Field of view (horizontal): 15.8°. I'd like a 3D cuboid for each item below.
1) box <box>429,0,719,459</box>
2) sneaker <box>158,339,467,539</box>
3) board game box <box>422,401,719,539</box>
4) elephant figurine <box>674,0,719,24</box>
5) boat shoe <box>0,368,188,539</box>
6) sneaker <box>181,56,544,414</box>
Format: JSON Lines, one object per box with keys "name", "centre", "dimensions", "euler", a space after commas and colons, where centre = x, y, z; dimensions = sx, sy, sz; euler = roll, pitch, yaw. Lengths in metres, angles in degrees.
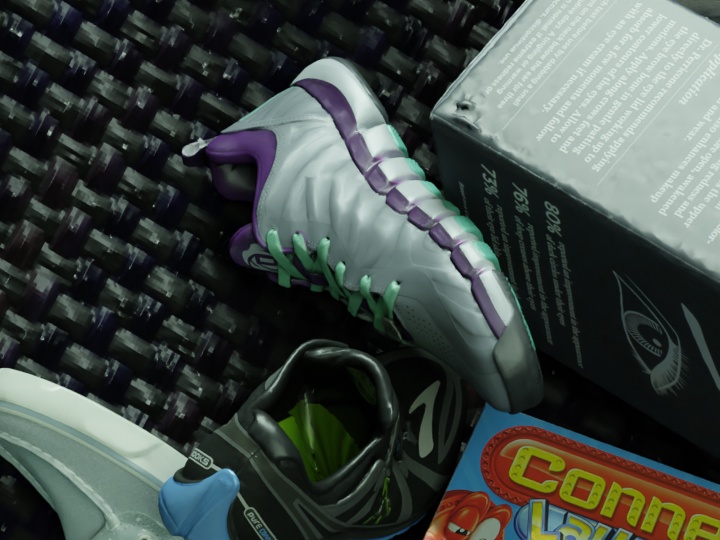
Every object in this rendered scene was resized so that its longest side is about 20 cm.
{"name": "box", "centre": [0.140, -0.013, 1.060], "dimensions": [0.200, 0.148, 0.104], "euler": [32, 67, 25]}
{"name": "sneaker", "centre": [-0.003, 0.068, 1.044], "dimensions": [0.071, 0.083, 0.199], "euler": [47, 27, 13]}
{"name": "board game box", "centre": [0.104, 0.174, 1.045], "dimensions": [0.199, 0.056, 0.196], "euler": [19, 56, 12]}
{"name": "elephant figurine", "centre": [0.145, -0.141, 1.144], "dimensions": [0.155, 0.141, 0.201], "euler": [31, 88, 22]}
{"name": "boat shoe", "centre": [-0.082, 0.120, 1.056], "dimensions": [0.201, 0.070, 0.072], "euler": [39, 69, -11]}
{"name": "sneaker", "centre": [0.000, 0.000, 1.070], "dimensions": [0.087, 0.075, 0.200], "euler": [-28, 49, -8]}
